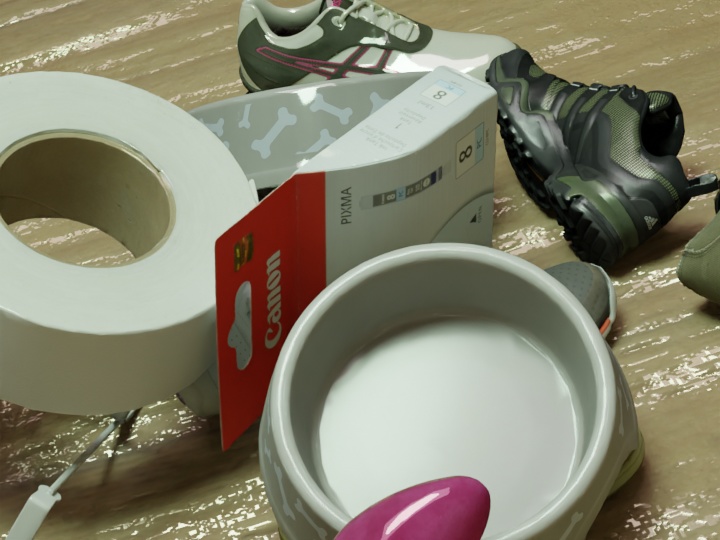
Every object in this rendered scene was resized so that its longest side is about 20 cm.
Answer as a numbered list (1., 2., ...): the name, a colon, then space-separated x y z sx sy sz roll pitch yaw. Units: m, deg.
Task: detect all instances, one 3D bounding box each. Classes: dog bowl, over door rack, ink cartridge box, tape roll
1. dog bowl: -0.021 -0.078 1.711 0.200 0.059 0.200 -9 -2 0
2. over door rack: -0.201 0.058 1.563 0.148 0.067 0.200 31 28 3
3. ink cartridge box: 0.000 0.000 1.564 0.047 0.160 0.200 27 47 28
4. dog bowl: 0.043 0.075 1.437 0.200 0.059 0.200 -2 64 3
5. tape roll: -0.159 -0.017 1.554 0.202 0.071 0.203 10 44 -10

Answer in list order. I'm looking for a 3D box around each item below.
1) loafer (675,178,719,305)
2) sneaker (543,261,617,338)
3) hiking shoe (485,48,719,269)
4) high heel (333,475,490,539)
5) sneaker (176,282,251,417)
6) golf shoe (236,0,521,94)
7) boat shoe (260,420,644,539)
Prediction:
1. loafer: 0.240 -0.048 1.633 0.070 0.075 0.200 9 38 27
2. sneaker: 0.058 0.034 1.569 0.200 0.082 0.077 -29 34 -22
3. hiking shoe: 0.147 -0.080 1.723 0.101 0.076 0.200 -25 42 -4
4. high heel: -0.003 0.183 1.324 0.200 0.067 0.096 -40 26 -2
5. sneaker: -0.044 0.009 1.639 0.100 0.075 0.200 -18 23 41
6. golf shoe: 0.010 -0.145 1.875 0.200 0.088 0.077 -3 31 16
7. boat shoe: 0.049 0.101 1.484 0.200 0.063 0.073 -11 31 6
